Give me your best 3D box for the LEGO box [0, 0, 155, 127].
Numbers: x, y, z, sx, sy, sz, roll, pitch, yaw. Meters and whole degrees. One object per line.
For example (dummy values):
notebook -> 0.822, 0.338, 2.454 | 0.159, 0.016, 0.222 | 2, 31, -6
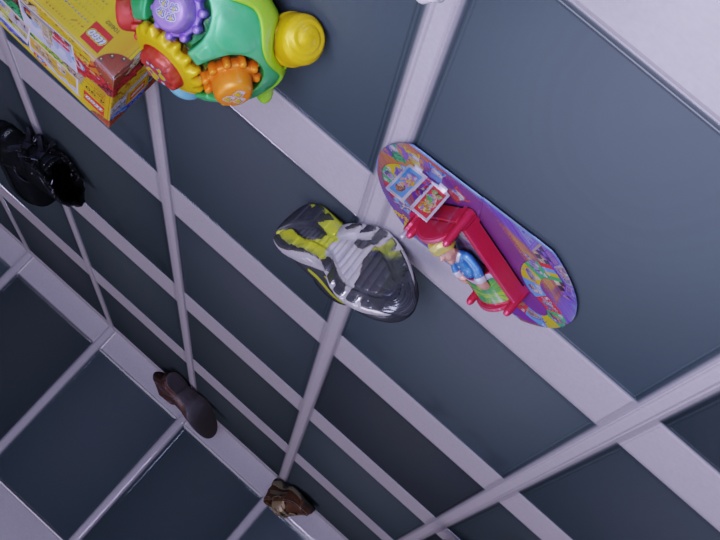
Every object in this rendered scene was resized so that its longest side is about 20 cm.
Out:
LEGO box -> -0.278, -0.247, 1.124 | 0.200, 0.077, 0.149 | 44, 163, -3

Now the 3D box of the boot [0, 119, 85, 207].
boot -> -0.487, -0.144, 1.889 | 0.162, 0.074, 0.199 | 28, 158, 31

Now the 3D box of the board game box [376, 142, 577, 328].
board game box -> 0.077, -0.011, 0.951 | 0.199, 0.039, 0.158 | 39, 163, 14

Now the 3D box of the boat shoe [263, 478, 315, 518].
boat shoe -> -0.171, 0.552, 2.867 | 0.076, 0.074, 0.200 | 47, 163, -18

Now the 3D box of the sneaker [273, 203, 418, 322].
sneaker -> 0.000, 0.000, 1.130 | 0.200, 0.075, 0.085 | 37, 171, 50

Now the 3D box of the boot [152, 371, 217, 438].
boot -> -0.417, 0.314, 2.861 | 0.188, 0.064, 0.200 | 58, 159, -5

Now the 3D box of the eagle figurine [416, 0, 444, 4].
eagle figurine -> 0.019, -0.197, 0.487 | 0.199, 0.153, 0.151 | 35, -177, 8

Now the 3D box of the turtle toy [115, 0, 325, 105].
turtle toy -> -0.126, -0.192, 0.866 | 0.145, 0.101, 0.201 | 17, 150, 56
